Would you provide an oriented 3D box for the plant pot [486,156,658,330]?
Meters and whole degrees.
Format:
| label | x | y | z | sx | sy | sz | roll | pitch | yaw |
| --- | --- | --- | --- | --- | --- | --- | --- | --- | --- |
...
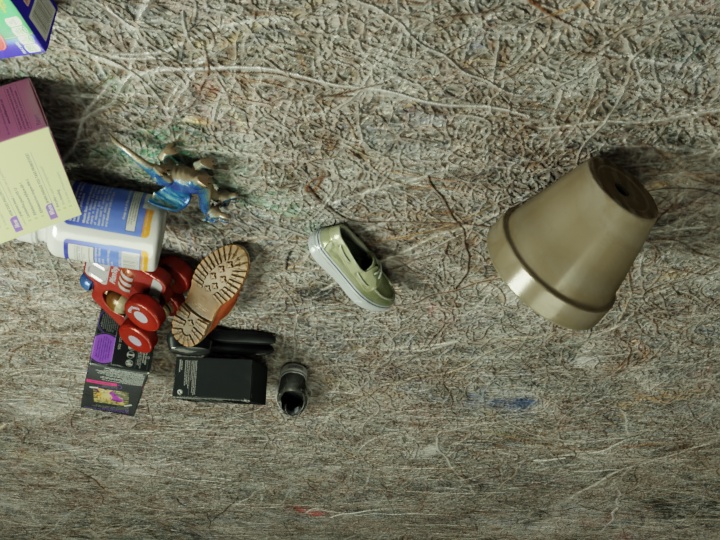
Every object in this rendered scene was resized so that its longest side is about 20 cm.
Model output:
| label | x | y | z | sx | sy | sz | roll | pitch | yaw |
| --- | --- | --- | --- | --- | --- | --- | --- | --- | --- |
| plant pot | 0.297 | -0.050 | 1.270 | 0.199 | 0.201 | 0.174 | 19 | 129 | -23 |

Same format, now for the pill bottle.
| label | x | y | z | sx | sy | sz | roll | pitch | yaw |
| --- | --- | --- | --- | --- | --- | --- | --- | --- | --- |
| pill bottle | -0.384 | -0.068 | 1.359 | 0.198 | 0.113 | 0.112 | 10 | 147 | -8 |

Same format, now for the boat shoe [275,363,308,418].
| label | x | y | z | sx | sy | sz | roll | pitch | yaw |
| --- | --- | --- | --- | --- | --- | --- | --- | --- | --- |
| boat shoe | -0.134 | 0.257 | 1.887 | 0.069 | 0.067 | 0.200 | 7 | 147 | -5 |

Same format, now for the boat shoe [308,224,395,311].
| label | x | y | z | sx | sy | sz | roll | pitch | yaw |
| --- | --- | --- | --- | --- | --- | --- | --- | --- | --- |
| boat shoe | 0.000 | 0.000 | 1.465 | 0.062 | 0.072 | 0.200 | -17 | 139 | 34 |

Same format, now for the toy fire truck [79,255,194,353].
| label | x | y | z | sx | sy | sz | roll | pitch | yaw |
| --- | --- | --- | --- | --- | --- | --- | --- | --- | --- |
| toy fire truck | -0.375 | 0.030 | 1.537 | 0.167 | 0.112 | 0.200 | 33 | 143 | -1 |

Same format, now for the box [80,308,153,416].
| label | x | y | z | sx | sy | sz | roll | pitch | yaw |
| --- | --- | --- | --- | --- | --- | --- | --- | --- | --- |
| box | -0.440 | 0.167 | 1.723 | 0.105 | 0.123 | 0.200 | 12 | 147 | -15 |

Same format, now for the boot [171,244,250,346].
| label | x | y | z | sx | sy | sz | roll | pitch | yaw |
| --- | --- | --- | --- | --- | --- | --- | --- | --- | --- |
| boot | -0.226 | 0.027 | 1.537 | 0.075 | 0.107 | 0.200 | 42 | 118 | 7 |

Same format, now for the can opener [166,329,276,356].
| label | x | y | z | sx | sy | sz | roll | pitch | yaw |
| --- | --- | --- | --- | --- | --- | --- | --- | --- | --- |
| can opener | -0.252 | 0.131 | 1.708 | 0.198 | 0.079 | 0.064 | 6 | 141 | -21 |

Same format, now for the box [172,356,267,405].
| label | x | y | z | sx | sy | sz | roll | pitch | yaw |
| --- | --- | --- | --- | --- | --- | --- | --- | --- | --- |
| box | -0.254 | 0.206 | 1.749 | 0.140 | 0.080 | 0.200 | 5 | 170 | 3 |

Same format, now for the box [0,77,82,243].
| label | x | y | z | sx | sy | sz | roll | pitch | yaw |
| --- | --- | --- | --- | --- | --- | --- | --- | --- | --- |
| box | -0.485 | -0.125 | 1.215 | 0.199 | 0.097 | 0.176 | -23 | 149 | -14 |

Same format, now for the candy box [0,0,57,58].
| label | x | y | z | sx | sy | sz | roll | pitch | yaw |
| --- | --- | --- | --- | --- | --- | --- | --- | --- | --- |
| candy box | -0.461 | -0.307 | 1.023 | 0.198 | 0.078 | 0.169 | -4 | 147 | 14 |

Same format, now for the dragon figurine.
| label | x | y | z | sx | sy | sz | roll | pitch | yaw |
| --- | --- | --- | --- | --- | --- | --- | --- | --- | --- |
| dragon figurine | -0.259 | -0.121 | 1.310 | 0.198 | 0.059 | 0.100 | 14 | 146 | -18 |
